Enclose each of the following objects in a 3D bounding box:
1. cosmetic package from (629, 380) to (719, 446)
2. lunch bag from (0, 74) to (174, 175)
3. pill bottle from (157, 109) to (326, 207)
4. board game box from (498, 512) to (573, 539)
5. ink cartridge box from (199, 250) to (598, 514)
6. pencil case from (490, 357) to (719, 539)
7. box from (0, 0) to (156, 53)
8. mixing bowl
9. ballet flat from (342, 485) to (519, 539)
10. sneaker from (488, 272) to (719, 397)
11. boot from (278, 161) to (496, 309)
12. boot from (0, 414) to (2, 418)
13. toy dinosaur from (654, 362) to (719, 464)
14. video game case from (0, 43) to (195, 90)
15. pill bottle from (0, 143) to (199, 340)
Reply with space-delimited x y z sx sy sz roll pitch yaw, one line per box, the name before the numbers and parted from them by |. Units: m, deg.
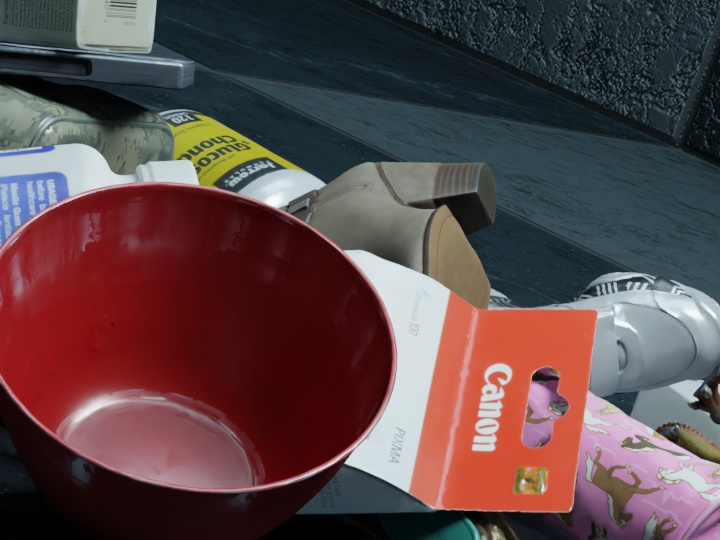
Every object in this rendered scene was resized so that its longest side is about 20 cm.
cosmetic package | 0.251 0.141 1.798 0.107 0.085 0.200 12 14 -30
lunch bag | -0.229 -0.058 1.762 0.167 0.140 0.200 25 11 20
pill bottle | -0.079 -0.026 1.951 0.112 0.113 0.200 10 14 -43
board game box | 0.147 0.162 1.614 0.199 0.041 0.200 27 12 32
ink cartridge box | 0.015 0.055 1.513 0.199 0.057 0.163 -4 39 14
pencil case | 0.126 0.105 1.532 0.200 0.083 0.087 29 -12 41
box | -0.215 -0.175 1.731 0.199 0.083 0.068 10 7 37
mixing bowl | -0.090 0.064 1.394 0.199 0.109 0.201 9 43 -9
ballet flat | 0.027 0.118 1.533 0.065 0.070 0.200 39 11 -42
sneaker | 0.110 0.057 1.677 0.199 0.075 0.115 0 25 14
boot | 0.000 0.000 1.698 0.146 0.070 0.200 -15 24 20
boot | -0.116 0.068 1.581 0.199 0.070 0.174 19 15 14
toy dinosaur | 0.257 0.130 1.649 0.181 0.105 0.200 40 1 3
video game case | -0.201 -0.125 1.732 0.199 0.019 0.143 4 5 -1
pill bottle | -0.180 -0.006 1.490 0.199 0.113 0.112 -5 15 -9
